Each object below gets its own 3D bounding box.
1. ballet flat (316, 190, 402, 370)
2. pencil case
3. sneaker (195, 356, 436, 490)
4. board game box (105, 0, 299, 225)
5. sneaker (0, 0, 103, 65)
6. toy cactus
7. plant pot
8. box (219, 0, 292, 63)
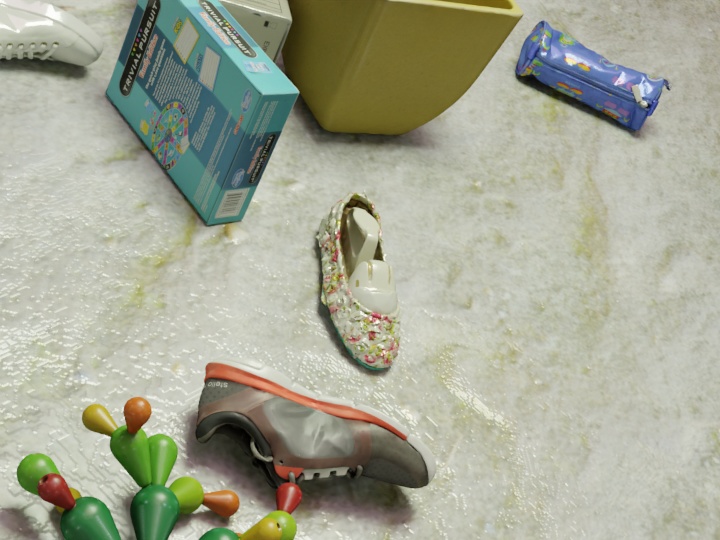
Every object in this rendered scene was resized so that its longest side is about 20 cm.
[{"bbox_3d":[0.000,0.000,1.196,0.075,0.064,0.201,10,39,-25],"label":"ballet flat"},{"bbox_3d":[0.304,-0.255,1.712,0.199,0.079,0.087,25,12,-3],"label":"pencil case"},{"bbox_3d":[-0.039,0.140,1.007,0.199,0.077,0.082,23,62,-7],"label":"sneaker"},{"bbox_3d":[-0.154,-0.167,1.225,0.047,0.152,0.200,-10,50,-43],"label":"board game box"},{"bbox_3d":[-0.348,-0.222,1.254,0.199,0.073,0.085,17,69,-28],"label":"sneaker"},{"bbox_3d":[-0.133,0.177,0.871,0.199,0.102,0.166,23,44,-22],"label":"toy cactus"},{"bbox_3d":[0.019,-0.259,1.417,0.193,0.201,0.196,-2,44,-36],"label":"plant pot"},{"bbox_3d":[-0.162,-0.295,1.418,0.127,0.109,0.201,11,38,-22],"label":"box"}]
